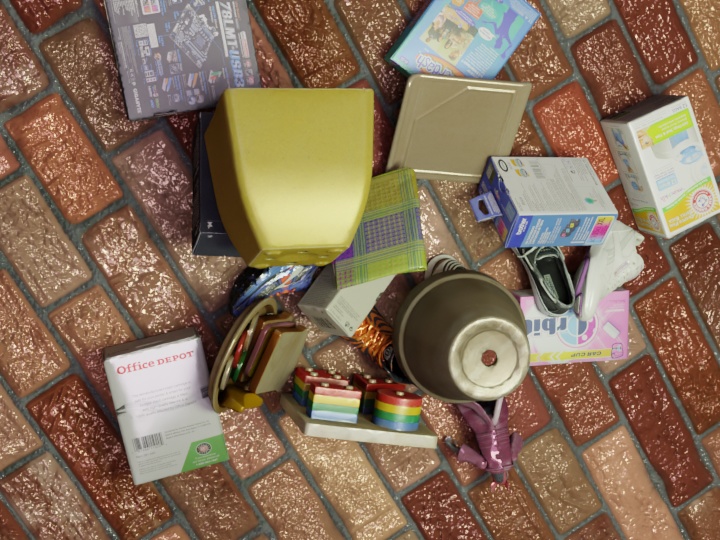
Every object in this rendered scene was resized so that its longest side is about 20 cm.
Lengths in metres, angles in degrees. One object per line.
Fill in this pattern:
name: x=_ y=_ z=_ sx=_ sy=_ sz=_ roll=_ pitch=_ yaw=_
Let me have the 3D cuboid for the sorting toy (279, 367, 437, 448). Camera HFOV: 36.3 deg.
sorting toy: x=-0.003 y=0.199 z=1.643 sx=0.199 sy=0.200 sz=0.070 roll=8 pitch=94 yaw=-15

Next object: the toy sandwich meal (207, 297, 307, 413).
toy sandwich meal: x=-0.149 y=0.132 z=1.601 sx=0.070 sy=0.205 sz=0.205 roll=24 pitch=94 yaw=12

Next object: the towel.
towel: x=0.022 y=-0.063 z=1.601 sx=0.143 sy=0.200 sz=0.023 roll=-16 pitch=140 yaw=11

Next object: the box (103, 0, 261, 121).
box: x=-0.253 y=-0.327 z=1.566 sx=0.198 sy=0.050 sz=0.200 roll=-13 pitch=102 yaw=-12

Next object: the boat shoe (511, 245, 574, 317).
boat shoe: x=0.280 y=-0.026 z=1.705 sx=0.074 sy=0.068 sz=0.200 roll=-11 pitch=74 yaw=-14

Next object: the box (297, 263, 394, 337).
box: x=0.000 y=0.000 z=1.634 sx=0.068 sy=0.082 sz=0.200 roll=49 pitch=67 yaw=-29

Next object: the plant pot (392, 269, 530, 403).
plant pot: x=0.161 y=0.107 z=1.558 sx=0.200 sy=0.174 sz=0.200 roll=-2 pitch=98 yaw=-11

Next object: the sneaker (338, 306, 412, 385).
sneaker: x=0.025 y=0.101 z=1.677 sx=0.200 sy=0.112 sz=0.078 roll=37 pitch=89 yaw=-16

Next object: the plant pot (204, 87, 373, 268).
plant pot: x=-0.089 y=-0.111 z=1.427 sx=0.194 sy=0.196 sz=0.200 roll=-3 pitch=79 yaw=-16

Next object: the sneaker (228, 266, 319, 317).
sneaker: x=-0.112 y=0.010 z=1.650 sx=0.200 sy=0.075 sz=0.078 roll=-37 pitch=109 yaw=-4

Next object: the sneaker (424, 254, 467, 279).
sneaker: x=0.134 y=0.082 z=1.699 sx=0.076 sy=0.115 sz=0.201 roll=0 pitch=100 yaw=-14

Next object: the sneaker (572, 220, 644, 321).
sneaker: x=0.393 y=0.000 z=1.722 sx=0.100 sy=0.075 sz=0.200 roll=24 pitch=60 yaw=3

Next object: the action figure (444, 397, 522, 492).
action figure: x=0.215 y=0.257 z=1.742 sx=0.134 sy=0.149 sz=0.200 roll=-14 pitch=89 yaw=-17

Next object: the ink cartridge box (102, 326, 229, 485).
ink cartridge box: x=-0.290 y=0.198 z=1.631 sx=0.146 sy=0.084 sz=0.200 roll=-13 pitch=103 yaw=-11

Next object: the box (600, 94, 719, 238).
box: x=0.481 y=-0.167 z=1.748 sx=0.112 sy=0.101 sz=0.200 roll=-25 pitch=105 yaw=-8

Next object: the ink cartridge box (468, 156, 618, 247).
ink cartridge box: x=0.270 y=-0.106 z=1.676 sx=0.200 sy=0.137 sz=0.076 roll=0 pitch=135 yaw=-18

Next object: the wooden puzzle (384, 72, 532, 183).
wooden puzzle: x=0.144 y=-0.215 z=1.658 sx=0.200 sy=0.037 sz=0.185 roll=0 pitch=132 yaw=-16

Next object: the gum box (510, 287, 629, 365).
gum box: x=0.340 y=0.087 z=1.776 sx=0.200 sy=0.066 sz=0.114 roll=-3 pitch=99 yaw=-13

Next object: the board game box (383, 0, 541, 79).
board game box: x=0.155 y=-0.355 z=1.663 sx=0.152 sy=0.045 sz=0.200 roll=37 pitch=90 yaw=-18

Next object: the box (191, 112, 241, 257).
box: x=-0.138 y=-0.117 z=1.569 sx=0.200 sy=0.104 sz=0.182 roll=3 pitch=71 yaw=-14
